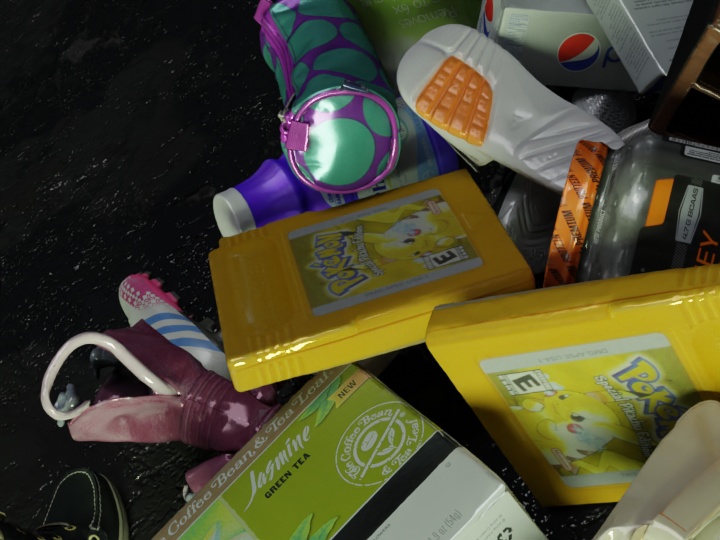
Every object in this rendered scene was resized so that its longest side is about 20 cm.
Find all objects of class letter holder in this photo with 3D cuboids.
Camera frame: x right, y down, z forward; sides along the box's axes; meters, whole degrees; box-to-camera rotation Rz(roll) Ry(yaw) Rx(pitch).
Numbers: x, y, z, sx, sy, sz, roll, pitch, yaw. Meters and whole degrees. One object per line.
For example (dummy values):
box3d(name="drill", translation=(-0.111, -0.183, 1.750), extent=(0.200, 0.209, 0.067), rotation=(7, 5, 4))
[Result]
box3d(name="letter holder", translation=(0.291, -0.160, 0.893), extent=(0.141, 0.101, 0.201), rotation=(25, 55, 3))

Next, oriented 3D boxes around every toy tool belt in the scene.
box3d(name="toy tool belt", translation=(0.171, 0.176, 0.714), extent=(0.122, 0.125, 0.200), rotation=(35, 64, 14))

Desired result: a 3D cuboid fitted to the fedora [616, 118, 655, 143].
box3d(name="fedora", translation=(0.211, -0.045, 0.946), extent=(0.200, 0.090, 0.177), rotation=(-41, 36, -4))

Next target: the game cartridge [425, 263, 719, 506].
box3d(name="game cartridge", translation=(0.161, 0.073, 0.790), extent=(0.198, 0.177, 0.033), rotation=(-9, 43, 34))

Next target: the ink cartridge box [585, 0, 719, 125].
box3d(name="ink cartridge box", translation=(0.267, -0.187, 0.989), extent=(0.194, 0.043, 0.201), rotation=(-12, 62, -19))

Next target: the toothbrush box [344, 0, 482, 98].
box3d(name="toothbrush box", translation=(0.052, -0.208, 1.161), extent=(0.144, 0.200, 0.087), rotation=(-6, 47, 35))

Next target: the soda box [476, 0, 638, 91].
box3d(name="soda box", translation=(0.191, -0.181, 1.043), extent=(0.197, 0.064, 0.069), rotation=(3, 40, -9))

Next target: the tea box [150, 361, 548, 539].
box3d(name="tea box", translation=(-0.004, 0.192, 0.838), extent=(0.200, 0.134, 0.196), rotation=(-45, 36, -9))

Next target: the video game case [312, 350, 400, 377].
box3d(name="video game case", translation=(-0.002, 0.001, 1.136), extent=(0.182, 0.023, 0.199), rotation=(-46, 38, -11))

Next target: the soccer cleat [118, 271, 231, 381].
box3d(name="soccer cleat", translation=(-0.171, 0.064, 1.169), extent=(0.086, 0.070, 0.199), rotation=(-46, 37, -12))

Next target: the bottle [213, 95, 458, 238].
box3d(name="bottle", translation=(-0.020, -0.073, 1.089), extent=(0.199, 0.084, 0.065), rotation=(-23, 8, -23))

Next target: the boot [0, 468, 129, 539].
box3d(name="boot", translation=(-0.246, 0.199, 1.017), extent=(0.073, 0.154, 0.205), rotation=(-23, 39, 19))

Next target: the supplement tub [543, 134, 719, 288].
box3d(name="supplement tub", translation=(0.215, -0.009, 0.815), extent=(0.198, 0.123, 0.123), rotation=(13, 54, 11))

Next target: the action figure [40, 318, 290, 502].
box3d(name="action figure", translation=(-0.115, 0.095, 1.022), extent=(0.198, 0.149, 0.135), rotation=(17, 71, 11))

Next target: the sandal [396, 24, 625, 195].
box3d(name="sandal", translation=(0.105, -0.097, 0.974), extent=(0.079, 0.059, 0.206), rotation=(-42, 58, -11))

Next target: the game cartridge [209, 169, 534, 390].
box3d(name="game cartridge", translation=(0.000, 0.000, 0.928), extent=(0.198, 0.033, 0.177), rotation=(-15, 28, -4))

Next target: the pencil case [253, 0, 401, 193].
box3d(name="pencil case", translation=(-0.027, -0.142, 1.038), extent=(0.201, 0.092, 0.086), rotation=(-107, 38, -56))

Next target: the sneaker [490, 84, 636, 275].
box3d(name="sneaker", translation=(0.126, -0.073, 1.066), extent=(0.113, 0.076, 0.200), rotation=(8, 50, 45))
